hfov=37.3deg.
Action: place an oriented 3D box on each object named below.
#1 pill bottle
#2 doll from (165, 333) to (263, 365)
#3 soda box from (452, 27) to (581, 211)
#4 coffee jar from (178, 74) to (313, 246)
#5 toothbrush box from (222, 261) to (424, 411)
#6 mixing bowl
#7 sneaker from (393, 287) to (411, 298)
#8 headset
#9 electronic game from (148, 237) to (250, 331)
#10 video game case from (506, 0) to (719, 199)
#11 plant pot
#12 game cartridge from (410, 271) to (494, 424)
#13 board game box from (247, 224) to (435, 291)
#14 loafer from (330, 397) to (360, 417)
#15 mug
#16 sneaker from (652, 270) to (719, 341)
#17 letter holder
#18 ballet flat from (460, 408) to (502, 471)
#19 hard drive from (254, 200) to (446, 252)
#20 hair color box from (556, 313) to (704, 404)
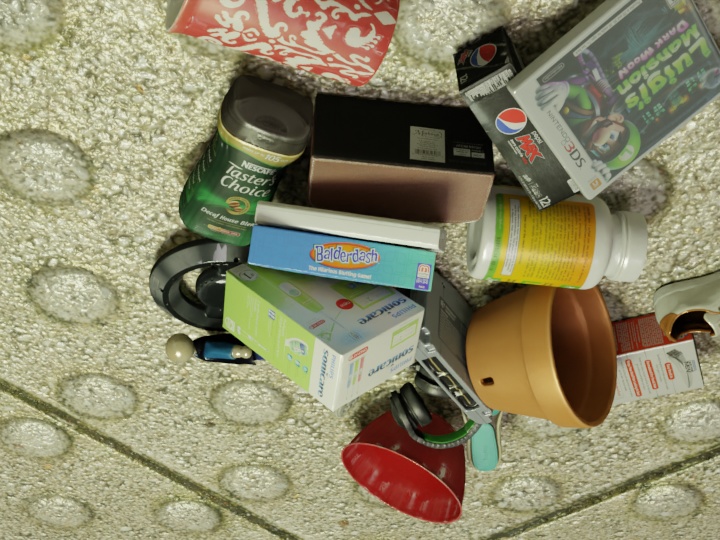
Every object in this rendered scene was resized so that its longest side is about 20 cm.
[{"bbox_3d":[0.231,-0.037,1.263,0.197,0.112,0.112,6,138,-5],"label":"pill bottle"},{"bbox_3d":[-0.165,0.108,1.445,0.197,0.049,0.136,7,-179,-18],"label":"doll"},{"bbox_3d":[0.175,-0.160,1.157,0.063,0.071,0.200,-24,132,20],"label":"soda box"},{"bbox_3d":[-0.129,-0.123,1.199,0.103,0.086,0.201,17,135,-17],"label":"coffee jar"},{"bbox_3d":[-0.047,0.056,1.270,0.145,0.199,0.087,-25,137,-40],"label":"toothbrush box"},{"bbox_3d":[0.081,0.276,1.594,0.198,0.109,0.201,22,148,15],"label":"mixing bowl"},{"bbox_3d":[0.000,0.001,1.345,0.106,0.068,0.203,-1,132,18],"label":"sneaker"},{"bbox_3d":[0.085,0.161,1.485,0.199,0.094,0.124,36,101,-20],"label":"headset"},{"bbox_3d":[-0.176,0.020,1.390,0.197,0.042,0.201,-3,145,-2],"label":"electronic game"},{"bbox_3d":[0.273,-0.193,1.104,0.199,0.023,0.182,-39,128,9],"label":"video game case"},{"bbox_3d":[0.227,0.104,1.374,0.139,0.202,0.200,-10,140,35],"label":"plant pot"},{"bbox_3d":[0.121,0.094,1.395,0.040,0.135,0.200,-15,135,29],"label":"game cartridge"},{"bbox_3d":[-0.021,-0.013,1.195,0.197,0.046,0.152,9,179,-2],"label":"board game box"},{"bbox_3d":[-0.033,0.143,1.515,0.070,0.070,0.201,38,152,22],"label":"loafer"},{"bbox_3d":[-0.063,-0.271,1.003,0.198,0.135,0.178,17,138,-21],"label":"mug"},{"bbox_3d":[0.479,0.042,1.365,0.198,0.085,0.073,-22,132,22],"label":"sneaker"},{"bbox_3d":[0.039,-0.104,1.205,0.197,0.102,0.143,5,140,-4],"label":"letter holder"},{"bbox_3d":[0.179,0.202,1.562,0.068,0.070,0.202,1,122,1],"label":"ballet flat"},{"bbox_3d":[-0.006,-0.047,1.181,0.197,0.027,0.132,9,180,8],"label":"hard drive"},{"bbox_3d":[0.364,0.127,1.477,0.197,0.065,0.111,-13,135,17],"label":"hair color box"}]
